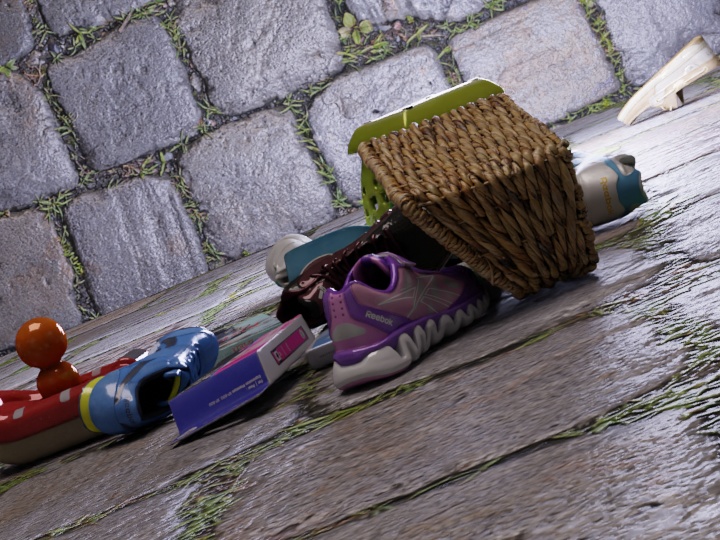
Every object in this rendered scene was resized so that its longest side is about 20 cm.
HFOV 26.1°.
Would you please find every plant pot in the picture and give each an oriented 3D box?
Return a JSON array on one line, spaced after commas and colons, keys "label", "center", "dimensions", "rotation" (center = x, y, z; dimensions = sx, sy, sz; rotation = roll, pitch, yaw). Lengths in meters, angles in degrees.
[{"label": "plant pot", "center": [0.108, -0.144, 2.105], "dimensions": [0.199, 0.182, 0.200], "rotation": [-25, 7, -27]}]

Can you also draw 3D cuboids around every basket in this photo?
[{"label": "basket", "center": [0.097, -0.047, 1.311], "dimensions": [0.149, 0.143, 0.200], "rotation": [-20, 22, -6]}]

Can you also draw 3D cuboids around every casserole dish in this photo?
[{"label": "casserole dish", "center": [0.000, 0.000, 1.609], "dimensions": [0.121, 0.039, 0.200], "rotation": [17, -20, -28]}]

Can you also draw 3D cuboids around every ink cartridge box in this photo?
[{"label": "ink cartridge box", "center": [-0.106, 0.093, 1.360], "dimensions": [0.095, 0.037, 0.200], "rotation": [-30, 5, 16]}]

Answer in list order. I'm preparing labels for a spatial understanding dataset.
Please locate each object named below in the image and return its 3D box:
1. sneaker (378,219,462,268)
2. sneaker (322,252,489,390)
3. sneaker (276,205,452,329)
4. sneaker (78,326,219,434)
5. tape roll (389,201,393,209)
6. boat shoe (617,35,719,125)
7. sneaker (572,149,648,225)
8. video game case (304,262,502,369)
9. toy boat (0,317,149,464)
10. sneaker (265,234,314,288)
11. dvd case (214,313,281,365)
[{"label": "sneaker", "center": [0.092, -0.048, 1.655], "dimensions": [0.090, 0.078, 0.200], "rotation": [-49, 23, -14]}, {"label": "sneaker", "center": [0.034, 0.022, 1.250], "dimensions": [0.080, 0.089, 0.200], "rotation": [-21, 5, 35]}, {"label": "sneaker", "center": [-0.001, 0.007, 1.465], "dimensions": [0.200, 0.076, 0.116], "rotation": [-32, 3, 34]}, {"label": "sneaker", "center": [-0.181, 0.106, 1.492], "dimensions": [0.078, 0.066, 0.200], "rotation": [-6, 14, 31]}, {"label": "tape roll", "center": [0.131, -0.094, 1.712], "dimensions": [0.200, 0.048, 0.200], "rotation": [0, -14, 0]}, {"label": "boat shoe", "center": [0.512, -0.300, 2.580], "dimensions": [0.200, 0.069, 0.074], "rotation": [-45, -1, 35]}, {"label": "sneaker", "center": [0.242, -0.084, 1.574], "dimensions": [0.081, 0.077, 0.200], "rotation": [-14, 12, 5]}, {"label": "video game case", "center": [0.048, 0.032, 1.447], "dimensions": [0.182, 0.022, 0.200], "rotation": [-22, 5, 10]}, {"label": "toy boat", "center": [-0.307, 0.110, 1.563], "dimensions": [0.200, 0.131, 0.131], "rotation": [-22, 5, 10]}, {"label": "sneaker", "center": [-0.093, -0.002, 2.164], "dimensions": [0.088, 0.075, 0.200], "rotation": [-39, 14, -29]}, {"label": "dvd case", "center": [-0.159, 0.089, 1.753], "dimensions": [0.146, 0.022, 0.200], "rotation": [-23, 6, -8]}]
